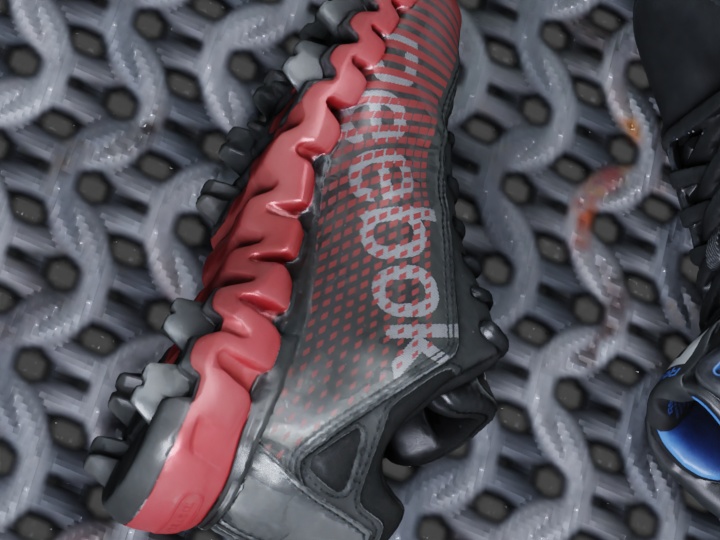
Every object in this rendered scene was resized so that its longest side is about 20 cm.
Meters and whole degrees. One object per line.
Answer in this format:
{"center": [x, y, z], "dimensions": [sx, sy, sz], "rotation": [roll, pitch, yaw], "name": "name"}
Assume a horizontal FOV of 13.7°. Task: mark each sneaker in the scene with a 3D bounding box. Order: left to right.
{"center": [0.000, 0.000, 0.842], "dimensions": [0.098, 0.071, 0.201], "rotation": [27, 57, -9], "name": "sneaker"}
{"center": [0.117, -0.003, 0.896], "dimensions": [0.112, 0.073, 0.200], "rotation": [-22, 75, -34], "name": "sneaker"}
